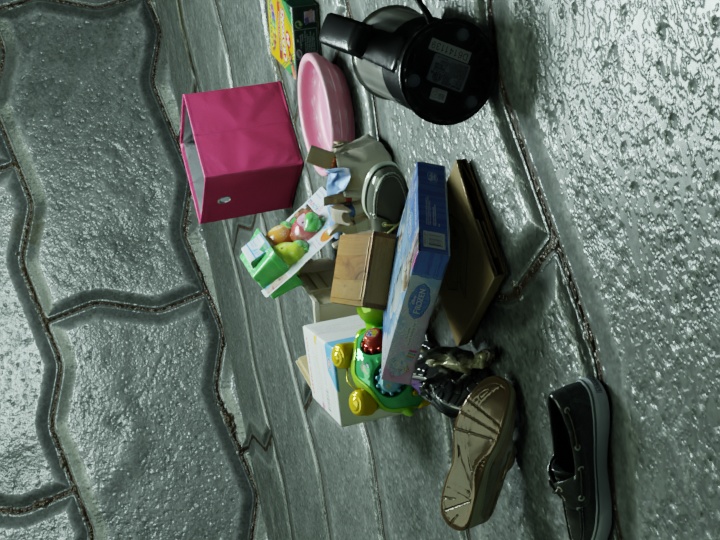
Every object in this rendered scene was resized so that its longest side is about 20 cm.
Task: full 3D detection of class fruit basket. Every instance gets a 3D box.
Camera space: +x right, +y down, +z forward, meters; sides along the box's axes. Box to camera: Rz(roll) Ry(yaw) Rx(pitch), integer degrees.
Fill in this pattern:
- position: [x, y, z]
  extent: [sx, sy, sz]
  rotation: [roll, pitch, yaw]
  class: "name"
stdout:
- position: [-0.118, -0.057, 2.070]
  extent: [0.094, 0.200, 0.185]
  rotation: [40, -175, -28]
  class: "fruit basket"

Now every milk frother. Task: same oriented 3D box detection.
- position: [0.071, -0.293, 1.361]
  extent: [0.201, 0.180, 0.188]
  rotation: [-54, 25, 3]
  class: "milk frother"

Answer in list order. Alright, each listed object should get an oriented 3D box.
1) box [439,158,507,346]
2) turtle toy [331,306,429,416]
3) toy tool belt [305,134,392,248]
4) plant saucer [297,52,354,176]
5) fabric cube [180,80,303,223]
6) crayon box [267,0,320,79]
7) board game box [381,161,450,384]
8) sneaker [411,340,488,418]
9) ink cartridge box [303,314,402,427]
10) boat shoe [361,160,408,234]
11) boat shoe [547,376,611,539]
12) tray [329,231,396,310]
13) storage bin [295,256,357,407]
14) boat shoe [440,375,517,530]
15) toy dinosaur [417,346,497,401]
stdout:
- position: [0.128, -0.019, 1.491]
  extent: [0.200, 0.021, 0.165]
  rotation: [107, 150, -61]
  class: "box"
- position: [0.041, 0.116, 1.699]
  extent: [0.101, 0.145, 0.202]
  rotation: [-46, 58, 44]
  class: "turtle toy"
- position: [-0.018, -0.098, 1.773]
  extent: [0.125, 0.122, 0.202]
  rotation: [-136, 38, -65]
  class: "toy tool belt"
- position: [-0.054, -0.258, 1.938]
  extent: [0.200, 0.050, 0.203]
  rotation: [170, 90, -75]
  class: "plant saucer"
- position: [-0.242, -0.233, 2.354]
  extent: [0.197, 0.197, 0.202]
  rotation: [114, 143, -63]
  class: "fabric cube"
- position: [-0.122, -0.426, 2.072]
  extent: [0.200, 0.050, 0.128]
  rotation: [-126, 29, -59]
  class: "crayon box"
- position: [0.067, 0.001, 1.475]
  extent: [0.201, 0.043, 0.201]
  rotation: [-87, 8, -55]
  class: "board game box"
- position: [0.128, 0.158, 1.561]
  extent: [0.088, 0.076, 0.200]
  rotation: [55, 168, -26]
  class: "sneaker"
- position: [-0.009, 0.152, 1.898]
  extent: [0.200, 0.124, 0.130]
  rotation: [-149, 51, -70]
  class: "ink cartridge box"
- position: [0.047, -0.060, 1.671]
  extent: [0.060, 0.071, 0.203]
  rotation: [-121, 20, -48]
  class: "boat shoe"
- position: [0.223, 0.206, 1.230]
  extent: [0.069, 0.056, 0.202]
  rotation: [-135, 38, -64]
  class: "boat shoe"
- position: [0.000, 0.000, 1.617]
  extent: [0.200, 0.037, 0.100]
  rotation: [-179, 98, -76]
  class: "tray"
- position: [-0.061, 0.102, 2.116]
  extent: [0.199, 0.093, 0.202]
  rotation: [-131, 34, -61]
  class: "storage bin"
- position: [0.156, 0.224, 1.454]
  extent: [0.072, 0.065, 0.202]
  rotation: [26, 108, 45]
  class: "boat shoe"
- position: [0.096, 0.120, 1.514]
  extent: [0.199, 0.088, 0.048]
  rotation: [10, 126, 58]
  class: "toy dinosaur"
